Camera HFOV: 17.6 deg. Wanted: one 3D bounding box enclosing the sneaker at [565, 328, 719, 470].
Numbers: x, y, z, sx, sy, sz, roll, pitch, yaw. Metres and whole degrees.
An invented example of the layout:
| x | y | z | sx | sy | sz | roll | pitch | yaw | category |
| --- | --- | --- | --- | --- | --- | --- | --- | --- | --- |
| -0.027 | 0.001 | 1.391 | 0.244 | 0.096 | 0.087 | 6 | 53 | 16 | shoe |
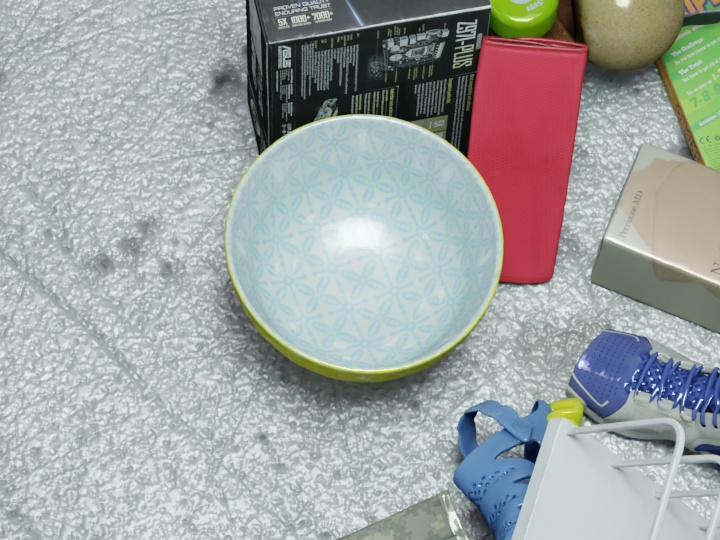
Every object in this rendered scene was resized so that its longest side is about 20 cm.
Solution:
| x | y | z | sx | sy | sz | roll | pitch | yaw | category |
| --- | --- | --- | --- | --- | --- | --- | --- | --- | --- |
| 0.252 | 0.092 | 1.653 | 0.199 | 0.115 | 0.081 | 29 | 67 | 10 | sneaker |

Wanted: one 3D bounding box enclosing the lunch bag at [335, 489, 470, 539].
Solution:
| x | y | z | sx | sy | sz | roll | pitch | yaw | category |
| --- | --- | --- | --- | --- | --- | --- | --- | --- | --- |
| 0.024 | 0.277 | 1.562 | 0.163 | 0.118 | 0.201 | -22 | 75 | -12 | lunch bag |

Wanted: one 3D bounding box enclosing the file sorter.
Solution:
| x | y | z | sx | sy | sz | roll | pitch | yaw | category |
| --- | --- | --- | --- | --- | --- | --- | --- | --- | --- |
| 0.210 | 0.200 | 1.509 | 0.200 | 0.124 | 0.139 | 36 | 63 | -31 | file sorter |

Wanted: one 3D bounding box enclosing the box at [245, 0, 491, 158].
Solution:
| x | y | z | sx | sy | sz | roll | pitch | yaw | category |
| --- | --- | --- | --- | --- | --- | --- | --- | --- | --- |
| 0.002 | -0.155 | 1.700 | 0.163 | 0.200 | 0.086 | -10 | 61 | -7 | box |

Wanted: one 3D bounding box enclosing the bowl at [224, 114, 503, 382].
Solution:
| x | y | z | sx | sy | sz | roll | pitch | yaw | category |
| --- | --- | --- | --- | --- | --- | --- | --- | --- | --- |
| 0.000 | 0.000 | 1.685 | 0.199 | 0.108 | 0.201 | 1 | 66 | -3 | bowl |

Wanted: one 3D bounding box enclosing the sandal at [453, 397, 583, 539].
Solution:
| x | y | z | sx | sy | sz | roll | pitch | yaw | category |
| --- | --- | --- | --- | --- | --- | --- | --- | --- | --- |
| 0.103 | 0.153 | 1.607 | 0.087 | 0.080 | 0.200 | 14 | 29 | 0 | sandal |

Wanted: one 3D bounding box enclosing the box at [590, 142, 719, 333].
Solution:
| x | y | z | sx | sy | sz | roll | pitch | yaw | category |
| --- | --- | --- | --- | --- | --- | --- | --- | --- | --- |
| 0.279 | -0.007 | 1.718 | 0.199 | 0.078 | 0.095 | 21 | 68 | 6 | box |

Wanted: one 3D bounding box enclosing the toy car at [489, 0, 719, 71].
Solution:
| x | y | z | sx | sy | sz | roll | pitch | yaw | category |
| --- | --- | --- | --- | --- | --- | --- | --- | --- | --- |
| 0.185 | -0.210 | 1.749 | 0.199 | 0.164 | 0.159 | -6 | 67 | -1 | toy car |

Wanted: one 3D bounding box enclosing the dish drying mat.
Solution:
| x | y | z | sx | sy | sz | roll | pitch | yaw | category |
| --- | --- | --- | --- | --- | --- | --- | --- | --- | --- |
| 0.115 | -0.079 | 1.688 | 0.076 | 0.201 | 0.018 | 5 | 33 | 0 | dish drying mat |

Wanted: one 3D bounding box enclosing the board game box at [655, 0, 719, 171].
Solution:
| x | y | z | sx | sy | sz | roll | pitch | yaw | category |
| --- | --- | --- | --- | --- | --- | --- | --- | --- | --- |
| 0.282 | -0.160 | 1.814 | 0.095 | 0.030 | 0.201 | -15 | 70 | -10 | board game box |
